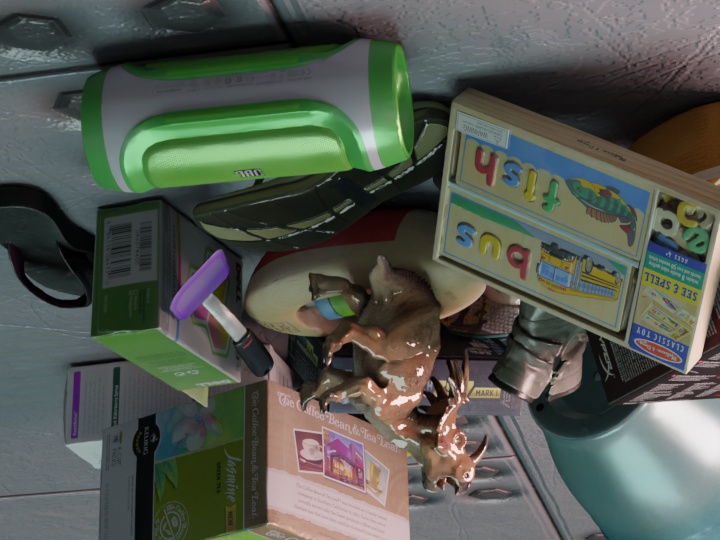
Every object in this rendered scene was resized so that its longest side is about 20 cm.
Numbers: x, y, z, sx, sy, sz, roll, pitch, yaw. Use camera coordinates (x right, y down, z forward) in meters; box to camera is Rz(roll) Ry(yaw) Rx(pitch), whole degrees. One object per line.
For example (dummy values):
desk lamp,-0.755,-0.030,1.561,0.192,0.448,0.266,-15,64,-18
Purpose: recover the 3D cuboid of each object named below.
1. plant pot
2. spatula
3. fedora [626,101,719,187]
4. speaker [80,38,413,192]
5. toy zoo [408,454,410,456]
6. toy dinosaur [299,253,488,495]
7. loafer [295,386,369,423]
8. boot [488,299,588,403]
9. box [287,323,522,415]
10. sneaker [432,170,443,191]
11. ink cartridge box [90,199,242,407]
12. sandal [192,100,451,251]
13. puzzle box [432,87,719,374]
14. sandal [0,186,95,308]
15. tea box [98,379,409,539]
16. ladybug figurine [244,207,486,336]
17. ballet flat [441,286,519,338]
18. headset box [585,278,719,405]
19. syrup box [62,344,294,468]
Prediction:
plant pot,0.247,0.129,1.742,0.200,0.201,0.188,-15,140,31
spatula,-0.099,0.041,1.512,0.021,0.057,0.200,39,170,29
fedora,0.246,-0.062,1.364,0.200,0.082,0.201,-13,161,-5
speaker,-0.070,-0.097,1.259,0.199,0.089,0.088,-5,159,10
toy zoo,-0.034,0.186,2.087,0.131,0.021,0.200,16,153,-38
toy dinosaur,0.031,0.061,1.463,0.135,0.086,0.201,-3,119,-13
loafer,-0.008,0.114,1.856,0.200,0.075,0.070,-24,-178,43
boot,0.169,0.025,1.473,0.068,0.131,0.200,32,-154,35
box,0.032,0.072,1.629,0.157,0.051,0.200,1,-171,-11
sneaker,0.104,-0.044,1.461,0.082,0.077,0.200,20,166,23
ink cartridge box,-0.136,0.030,1.557,0.059,0.104,0.200,-8,158,20
sandal,-0.023,-0.070,1.383,0.201,0.057,0.080,-25,147,16
puzzle box,0.142,-0.027,1.312,0.200,0.025,0.133,24,131,24
sandal,-0.240,-0.005,1.537,0.075,0.048,0.200,-8,157,17
tea box,-0.091,0.202,1.748,0.196,0.134,0.200,-20,149,34
ladybug figurine,0.000,0.000,1.531,0.199,0.072,0.136,-10,157,22
ballet flat,0.159,0.008,1.593,0.200,0.072,0.072,-5,159,9
headset box,0.276,0.022,1.371,0.148,0.075,0.200,-1,157,-39
syrup box,-0.167,0.126,1.838,0.199,0.082,0.079,-6,156,14
